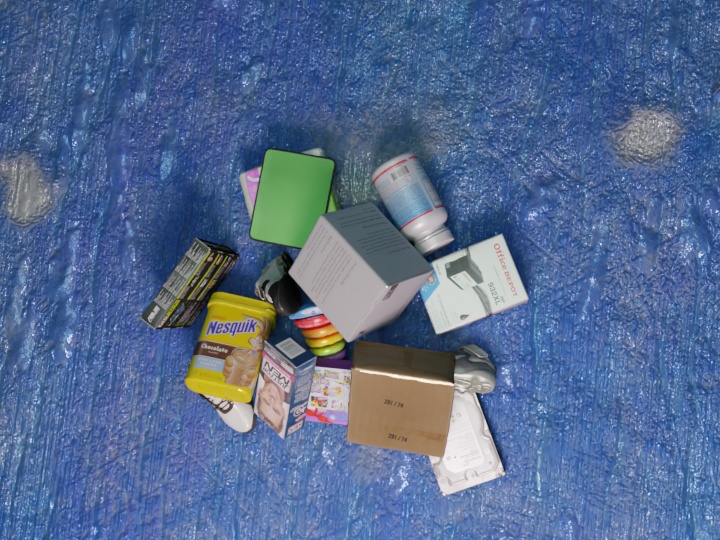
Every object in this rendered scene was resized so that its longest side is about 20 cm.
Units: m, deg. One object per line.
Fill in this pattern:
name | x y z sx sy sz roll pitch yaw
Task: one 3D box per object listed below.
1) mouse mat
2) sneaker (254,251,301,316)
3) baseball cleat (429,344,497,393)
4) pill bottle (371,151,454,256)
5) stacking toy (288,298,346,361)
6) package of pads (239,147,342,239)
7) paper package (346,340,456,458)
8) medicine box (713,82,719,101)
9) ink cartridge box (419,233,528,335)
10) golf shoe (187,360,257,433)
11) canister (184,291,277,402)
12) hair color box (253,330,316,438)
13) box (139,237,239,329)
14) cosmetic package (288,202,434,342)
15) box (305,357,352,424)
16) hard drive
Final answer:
mouse mat | -0.144 -0.149 1.561 0.160 0.008 0.202 11 90 9
sneaker | -0.177 0.045 1.543 0.088 0.200 0.074 -32 117 11
baseball cleat | 0.178 0.188 1.506 0.199 0.107 0.070 20 132 0
pill bottle | 0.111 -0.133 1.533 0.108 0.109 0.201 -28 82 7
stacking toy | -0.070 0.157 1.559 0.115 0.110 0.202 -12 99 10
package of pads | -0.150 -0.165 1.600 0.199 0.068 0.156 -16 85 7
paper package | 0.077 0.248 1.432 0.198 0.104 0.192 7 118 4
medicine box | 0.828 -0.382 1.432 0.199 0.103 0.183 30 91 11
ink cartridge box | 0.224 0.030 1.514 0.199 0.084 0.146 -22 82 8
golf shoe | -0.302 0.270 1.580 0.078 0.094 0.200 -43 81 11
canister | -0.267 0.160 1.539 0.147 0.087 0.201 12 59 1
hair color box | -0.156 0.234 1.512 0.100 0.060 0.201 35 130 30
box | -0.352 0.032 1.556 0.047 0.193 0.201 36 93 11
cosmetic package | 0.000 0.000 1.471 0.200 0.165 0.165 48 127 19
box | -0.014 0.253 1.527 0.198 0.039 0.138 5 115 6
hard drive | 0.198 0.342 1.521 0.139 0.038 0.201 -20 84 8
